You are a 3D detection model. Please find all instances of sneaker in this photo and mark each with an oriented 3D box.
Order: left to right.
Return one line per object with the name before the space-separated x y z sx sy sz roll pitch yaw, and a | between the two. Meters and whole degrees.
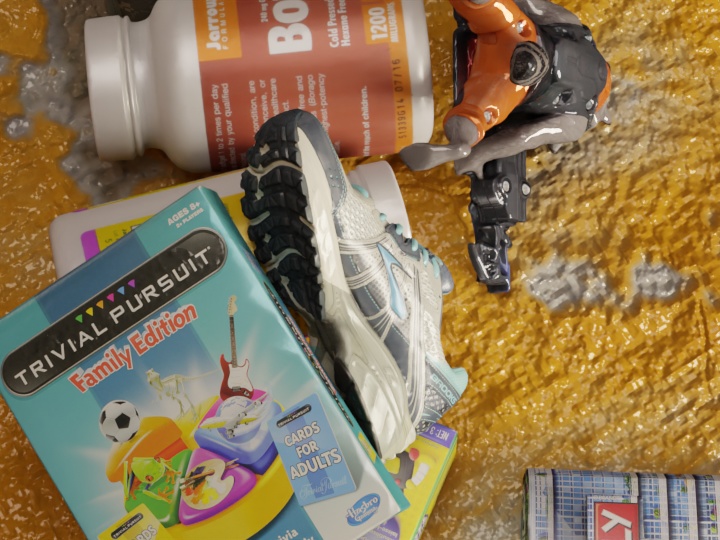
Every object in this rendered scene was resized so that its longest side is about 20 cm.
sneaker | 0.000 0.000 1.165 0.086 0.077 0.201 -28 112 -26

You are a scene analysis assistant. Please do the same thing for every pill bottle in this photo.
pill bottle | -0.072 -0.004 1.231 0.198 0.104 0.105 -14 68 -6
pill bottle | -0.060 -0.117 1.274 0.198 0.112 0.113 -6 67 -3

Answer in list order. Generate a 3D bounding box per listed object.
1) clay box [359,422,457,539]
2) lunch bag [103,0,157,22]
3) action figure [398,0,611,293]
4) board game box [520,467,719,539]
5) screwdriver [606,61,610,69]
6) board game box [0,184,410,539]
clay box | -0.035 0.162 1.191 0.114 0.048 0.201 21 68 9
lunch bag | -0.089 -0.239 1.279 0.163 0.200 0.118 -9 68 -3
action figure | 0.094 -0.089 1.237 0.104 0.193 0.202 -4 90 29
board game box | 0.138 0.201 1.168 0.198 0.062 0.201 2 67 0
screwdriver | 0.071 -0.173 1.340 0.199 0.029 0.028 36 71 8
board game box | -0.091 0.081 1.134 0.150 0.047 0.201 -33 83 5
